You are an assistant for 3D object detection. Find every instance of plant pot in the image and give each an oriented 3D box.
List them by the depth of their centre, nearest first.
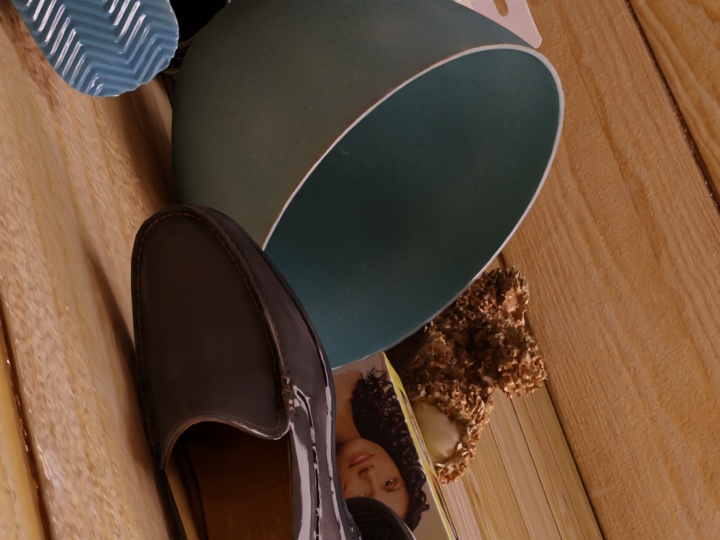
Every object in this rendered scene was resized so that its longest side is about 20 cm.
[{"bbox_3d":[-0.017,-0.067,1.130,0.135,0.200,0.200,45,-5,29],"label":"plant pot"}]

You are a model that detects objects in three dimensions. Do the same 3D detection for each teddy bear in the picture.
[{"bbox_3d":[0.040,0.070,1.201,0.067,0.145,0.200,42,13,-11],"label":"teddy bear"}]

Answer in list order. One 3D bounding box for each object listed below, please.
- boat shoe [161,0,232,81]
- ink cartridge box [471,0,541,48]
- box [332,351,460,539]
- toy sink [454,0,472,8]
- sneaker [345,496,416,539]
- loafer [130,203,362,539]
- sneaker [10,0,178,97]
[{"bbox_3d":[-0.089,-0.133,1.242,0.071,0.072,0.201,-50,124,-55],"label":"boat shoe"},{"bbox_3d":[0.032,-0.196,1.815,0.068,0.199,0.117,37,31,-77],"label":"ink cartridge box"},{"bbox_3d":[0.015,0.145,1.068,0.050,0.075,0.201,55,12,-71],"label":"box"},{"bbox_3d":[0.005,-0.153,1.471,0.200,0.112,0.131,35,-22,43],"label":"toy sink"},{"bbox_3d":[0.029,0.200,0.922,0.121,0.083,0.201,48,27,-57],"label":"sneaker"},{"bbox_3d":[-0.047,0.061,0.866,0.201,0.072,0.072,68,11,19],"label":"loafer"},{"bbox_3d":[-0.138,-0.169,0.924,0.081,0.076,0.201,-119,-173,-56],"label":"sneaker"}]
